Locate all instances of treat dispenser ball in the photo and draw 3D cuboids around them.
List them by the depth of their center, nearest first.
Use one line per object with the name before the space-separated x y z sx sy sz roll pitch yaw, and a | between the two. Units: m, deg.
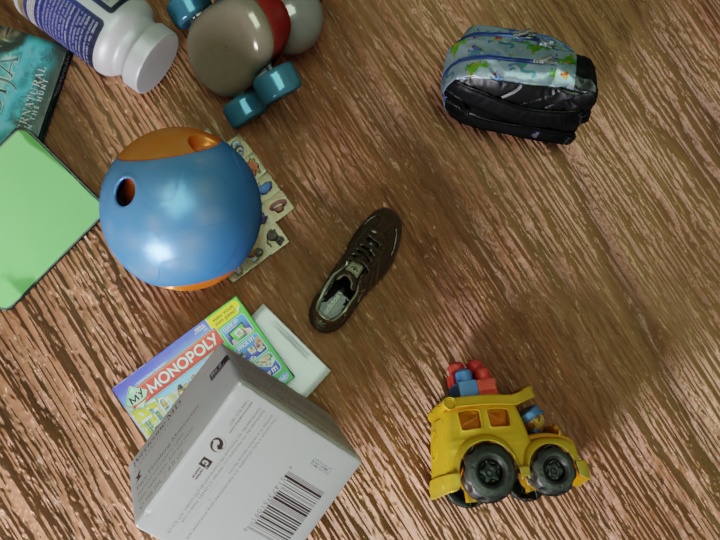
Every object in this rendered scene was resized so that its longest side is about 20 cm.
treat dispenser ball | -0.223 -0.076 0.903 0.197 0.201 0.205 1 83 -6

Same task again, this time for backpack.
backpack | 0.210 -0.259 1.009 0.196 0.163 0.157 -4 75 0

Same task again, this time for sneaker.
sneaker | 0.000 0.000 0.987 0.070 0.076 0.202 32 82 -1

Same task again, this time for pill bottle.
pill bottle | -0.351 -0.337 0.969 0.199 0.116 0.116 37 81 -1

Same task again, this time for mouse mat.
mouse mat | -0.464 -0.068 0.963 0.200 0.008 0.161 -46 101 -6

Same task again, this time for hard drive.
hard drive | -0.154 0.165 0.977 0.132 0.026 0.200 43 81 0

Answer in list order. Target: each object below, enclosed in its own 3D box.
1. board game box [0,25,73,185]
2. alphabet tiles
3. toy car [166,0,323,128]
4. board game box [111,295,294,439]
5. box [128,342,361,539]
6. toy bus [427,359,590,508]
board game box | -0.492 -0.230 0.986 0.133 0.028 0.203 16 82 -5
alphabet tiles | -0.197 -0.092 1.013 0.166 0.006 0.201 -37 88 -9
toy car | -0.125 -0.332 0.996 0.199 0.176 0.186 -37 102 -37
board game box | -0.204 0.148 0.947 0.199 0.029 0.135 -37 89 -9
box | -0.142 0.236 0.876 0.199 0.131 0.200 38 88 -25
toy bus | 0.186 0.212 0.967 0.196 0.136 0.195 -2 68 -8
